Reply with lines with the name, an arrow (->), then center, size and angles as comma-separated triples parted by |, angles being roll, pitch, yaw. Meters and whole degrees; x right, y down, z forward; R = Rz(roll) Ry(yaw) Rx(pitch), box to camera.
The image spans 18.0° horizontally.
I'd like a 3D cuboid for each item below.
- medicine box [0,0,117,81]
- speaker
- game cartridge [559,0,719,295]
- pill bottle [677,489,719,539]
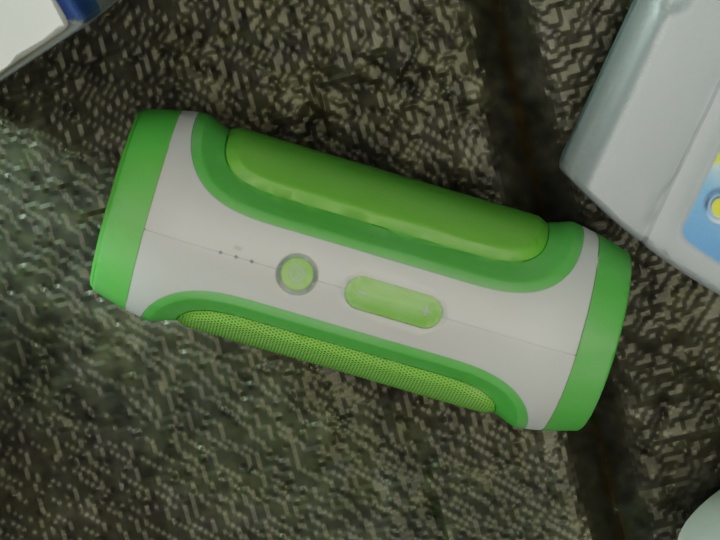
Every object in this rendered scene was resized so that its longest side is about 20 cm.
medicine box -> -0.170, -0.148, 0.796 | 0.103, 0.200, 0.183 | -30, 100, 9
speaker -> 0.000, 0.000, 0.884 | 0.199, 0.088, 0.089 | 16, 102, -3
game cartridge -> 0.187, -0.043, 0.902 | 0.199, 0.040, 0.134 | 23, 105, -4
pill bottle -> 0.207, 0.175, 0.908 | 0.111, 0.111, 0.201 | -28, 101, 6
